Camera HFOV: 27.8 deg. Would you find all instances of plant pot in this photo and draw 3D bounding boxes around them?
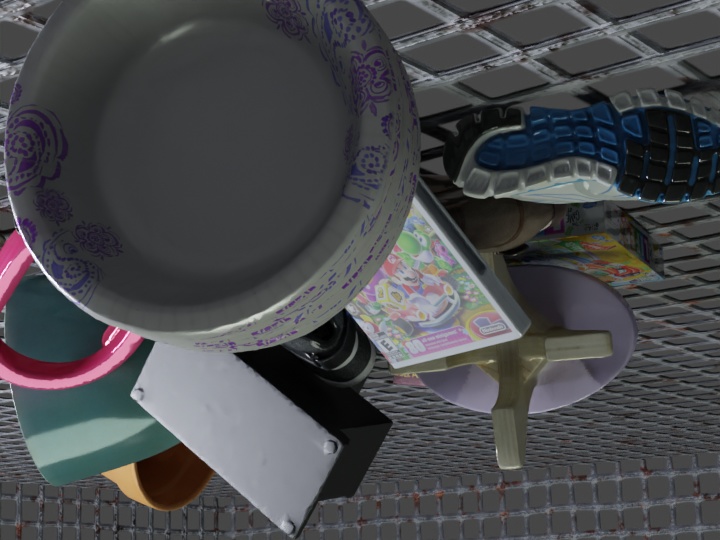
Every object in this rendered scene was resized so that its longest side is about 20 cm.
[{"bbox_3d":[-0.224,0.089,1.371,0.160,0.202,0.201,-11,166,2],"label":"plant pot"},{"bbox_3d":[-0.267,0.179,1.770,0.140,0.201,0.200,10,173,29],"label":"plant pot"}]

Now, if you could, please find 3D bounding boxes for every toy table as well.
[{"bbox_3d":[0.122,0.064,1.211,0.199,0.185,0.117,-19,177,20],"label":"toy table"}]

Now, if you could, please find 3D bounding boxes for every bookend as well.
[{"bbox_3d":[-0.050,0.118,1.228,0.198,0.092,0.200,36,-162,27],"label":"bookend"}]

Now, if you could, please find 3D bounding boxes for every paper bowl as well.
[{"bbox_3d":[-0.068,-0.059,0.729,0.200,0.202,0.104,-5,168,14],"label":"paper bowl"}]

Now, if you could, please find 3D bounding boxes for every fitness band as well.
[{"bbox_3d":[-0.240,0.024,1.208,0.143,0.038,0.200,16,127,-32],"label":"fitness band"}]

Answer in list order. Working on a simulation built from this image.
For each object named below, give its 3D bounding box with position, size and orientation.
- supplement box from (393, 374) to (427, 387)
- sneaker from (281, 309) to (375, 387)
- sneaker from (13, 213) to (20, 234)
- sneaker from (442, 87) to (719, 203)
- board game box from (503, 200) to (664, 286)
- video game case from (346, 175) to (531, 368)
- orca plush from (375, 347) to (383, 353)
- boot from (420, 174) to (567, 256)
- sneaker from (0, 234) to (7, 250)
[{"bbox_3d":[0.133,0.088,1.456,0.108,0.061,0.200,2,178,38],"label":"supplement box"},{"bbox_3d":[-0.074,0.006,1.162,0.200,0.073,0.112,36,170,24],"label":"sneaker"},{"bbox_3d":[-0.161,-0.024,1.118,0.199,0.077,0.089,7,152,-2],"label":"sneaker"},{"bbox_3d":[0.162,-0.078,0.983,0.199,0.075,0.087,3,175,20],"label":"sneaker"},{"bbox_3d":[0.178,-0.019,1.282,0.134,0.034,0.200,-7,165,25],"label":"board game box"},{"bbox_3d":[0.012,-0.019,1.020,0.143,0.018,0.200,-18,115,51],"label":"video game case"},{"bbox_3d":[0.053,0.057,1.503,0.200,0.106,0.071,-20,-137,-42],"label":"orca plush"},{"bbox_3d":[0.050,-0.044,1.105,0.146,0.071,0.200,-10,-164,-41],"label":"boot"},{"bbox_3d":[-0.383,0.000,1.196,0.199,0.085,0.077,6,164,-29],"label":"sneaker"}]
